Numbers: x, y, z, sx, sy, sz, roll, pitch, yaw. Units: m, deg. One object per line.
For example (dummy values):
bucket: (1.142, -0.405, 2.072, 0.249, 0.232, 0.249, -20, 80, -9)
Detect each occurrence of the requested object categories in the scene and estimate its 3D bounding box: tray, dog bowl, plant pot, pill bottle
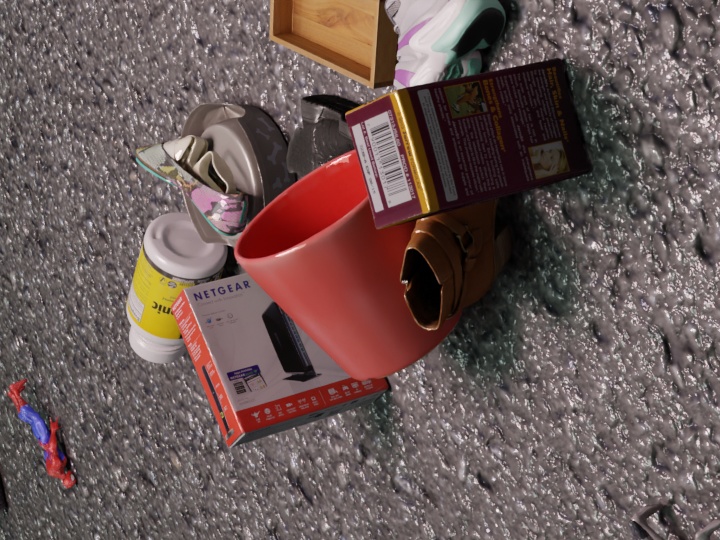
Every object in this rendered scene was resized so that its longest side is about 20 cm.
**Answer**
tray: (-0.029, -0.275, 1.620, 0.200, 0.037, 0.099, 33, 128, 46)
dog bowl: (-0.150, -0.112, 1.833, 0.200, 0.058, 0.201, 24, 120, 49)
plant pot: (0.000, 0.000, 1.497, 0.200, 0.200, 0.178, -3, 125, 56)
pill bottle: (-0.250, 0.029, 1.983, 0.111, 0.111, 0.200, 53, 141, 29)

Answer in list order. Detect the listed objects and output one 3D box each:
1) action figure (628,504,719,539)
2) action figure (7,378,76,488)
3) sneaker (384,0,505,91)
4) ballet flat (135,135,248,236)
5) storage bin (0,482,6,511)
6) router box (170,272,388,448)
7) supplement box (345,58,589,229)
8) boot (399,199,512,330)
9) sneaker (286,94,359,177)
action figure: (0.271, 0.313, 1.347, 0.200, 0.104, 0.195, -4, 89, 54)
action figure: (-0.539, 0.282, 2.550, 0.201, 0.052, 0.065, 62, 149, 11)
sneaker: (0.058, -0.226, 1.485, 0.140, 0.077, 0.200, 56, 132, 30)
ballet flat: (-0.196, -0.118, 1.798, 0.200, 0.069, 0.071, 40, 115, 36)
storage bin: (-0.783, 0.426, 2.874, 0.200, 0.135, 0.094, -5, 97, 56)
router box: (-0.092, 0.088, 1.695, 0.049, 0.199, 0.180, -46, 64, 53)
supplement box: (0.099, -0.115, 1.345, 0.086, 0.199, 0.111, -15, 90, 55)
boot: (0.074, -0.055, 1.411, 0.076, 0.155, 0.201, 3, 117, 33)
sneaker: (-0.022, -0.130, 1.645, 0.200, 0.060, 0.105, 32, 126, 52)
